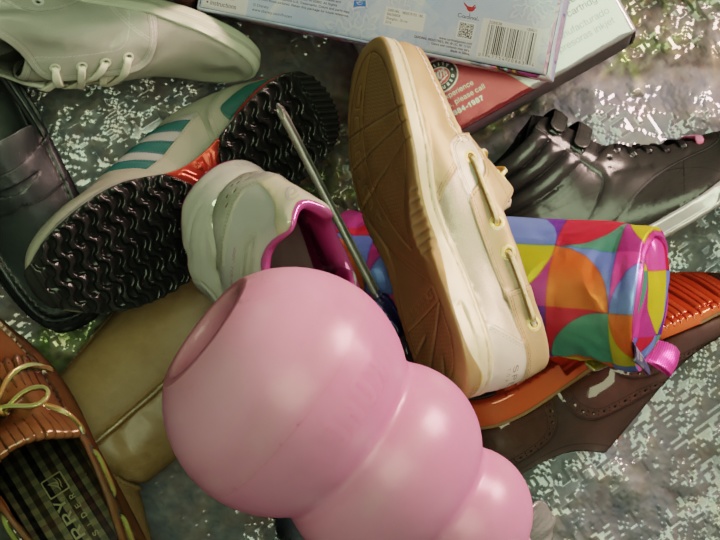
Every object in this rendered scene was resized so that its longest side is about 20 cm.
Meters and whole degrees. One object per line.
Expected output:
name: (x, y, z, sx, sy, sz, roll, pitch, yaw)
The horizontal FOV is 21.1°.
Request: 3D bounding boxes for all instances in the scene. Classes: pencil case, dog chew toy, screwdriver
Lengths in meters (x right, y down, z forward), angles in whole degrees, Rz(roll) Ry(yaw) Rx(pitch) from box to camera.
pencil case: (0.075, 0.013, 1.079, 0.200, 0.088, 0.088, 6, 81, 21)
dog chew toy: (0.002, 0.089, 0.951, 0.200, 0.125, 0.125, 38, 80, -12)
screwdriver: (0.000, 0.000, 1.046, 0.028, 0.029, 0.200, -32, 94, -29)

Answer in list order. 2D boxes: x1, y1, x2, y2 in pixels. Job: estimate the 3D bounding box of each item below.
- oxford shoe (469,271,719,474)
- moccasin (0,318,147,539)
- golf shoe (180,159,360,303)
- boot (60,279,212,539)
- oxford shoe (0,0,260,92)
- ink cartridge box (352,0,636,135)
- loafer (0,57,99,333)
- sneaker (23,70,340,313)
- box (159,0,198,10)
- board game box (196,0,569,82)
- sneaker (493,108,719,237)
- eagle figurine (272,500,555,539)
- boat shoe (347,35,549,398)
oxford shoe: (0.144, 0.060, 1.136, 0.200, 0.071, 0.073, -23, 115, -13)
moccasin: (-0.178, 0.097, 1.019, 0.074, 0.078, 0.201, -28, 76, -8)
golf shoe: (-0.034, 0.039, 1.036, 0.075, 0.092, 0.200, -32, 116, -32)
boot: (-0.099, 0.094, 1.091, 0.200, 0.066, 0.175, -42, 90, -11)
oxford shoe: (-0.152, -0.123, 1.061, 0.200, 0.075, 0.058, 10, 72, -23)
ink cartridge box: (0.048, -0.186, 1.119, 0.146, 0.083, 0.200, -29, 88, 6)
loafer: (-0.204, -0.058, 1.090, 0.068, 0.070, 0.201, -25, 87, -3)
sneaker: (-0.107, -0.043, 1.091, 0.200, 0.093, 0.070, -38, 108, -18)
box: (-0.153, -0.256, 1.071, 0.164, 0.166, 0.200, 11, 82, -3)
board game box: (0.028, -0.219, 1.056, 0.200, 0.041, 0.200, 13, 94, 8)
sneaker: (0.154, -0.065, 1.139, 0.200, 0.071, 0.099, -30, 93, -6)
eagle figurine: (0.024, 0.167, 1.056, 0.200, 0.151, 0.152, 22, 71, 2)
boat shoe: (0.048, -0.029, 1.020, 0.069, 0.074, 0.200, -7, 75, -28)
